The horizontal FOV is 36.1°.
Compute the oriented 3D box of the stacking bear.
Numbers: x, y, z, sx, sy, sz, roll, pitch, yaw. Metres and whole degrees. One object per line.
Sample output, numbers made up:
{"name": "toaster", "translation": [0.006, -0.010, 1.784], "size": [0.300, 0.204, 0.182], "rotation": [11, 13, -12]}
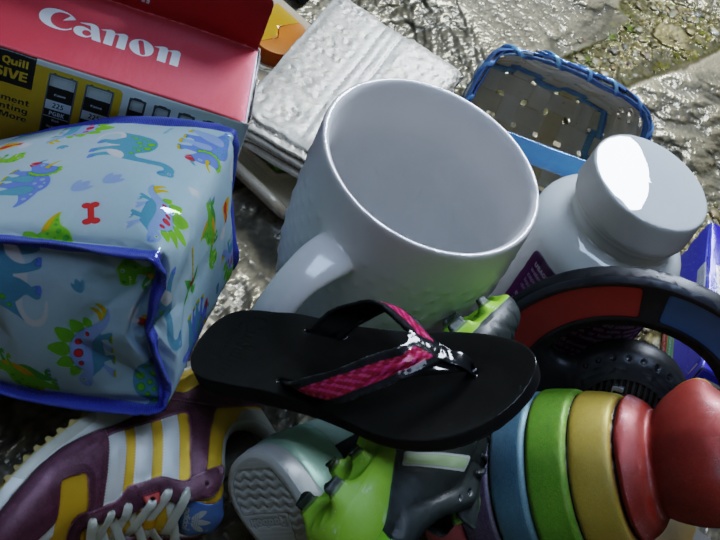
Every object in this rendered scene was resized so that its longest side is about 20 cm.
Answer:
{"name": "stacking bear", "translation": [0.141, 0.116, 0.652], "size": [0.122, 0.197, 0.115], "rotation": [47, 41, -43]}

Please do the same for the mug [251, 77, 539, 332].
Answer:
{"name": "mug", "translation": [0.000, 0.000, 0.715], "size": [0.148, 0.176, 0.199], "rotation": [44, 47, 15]}

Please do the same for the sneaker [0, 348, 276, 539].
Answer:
{"name": "sneaker", "translation": [-0.125, 0.124, 0.619], "size": [0.090, 0.076, 0.200], "rotation": [36, 46, 14]}

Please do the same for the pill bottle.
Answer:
{"name": "pill bottle", "translation": [0.151, 0.006, 0.766], "size": [0.110, 0.201, 0.114], "rotation": [13, 48, -15]}

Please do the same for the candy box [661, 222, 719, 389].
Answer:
{"name": "candy box", "translation": [0.343, 0.077, 0.887], "size": [0.198, 0.077, 0.170], "rotation": [27, 46, -4]}

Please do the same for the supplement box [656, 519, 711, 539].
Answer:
{"name": "supplement box", "translation": [0.216, 0.249, 0.679], "size": [0.199, 0.074, 0.126], "rotation": [36, 45, 7]}

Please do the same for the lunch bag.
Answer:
{"name": "lunch bag", "translation": [-0.183, -0.012, 0.647], "size": [0.196, 0.129, 0.171], "rotation": [8, 29, 4]}

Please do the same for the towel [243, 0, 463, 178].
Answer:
{"name": "towel", "translation": [-0.006, -0.133, 0.880], "size": [0.131, 0.035, 0.201], "rotation": [32, 49, 2]}

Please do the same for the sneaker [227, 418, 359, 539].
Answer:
{"name": "sneaker", "translation": [0.018, 0.170, 0.645], "size": [0.202, 0.073, 0.118], "rotation": [57, 33, 5]}

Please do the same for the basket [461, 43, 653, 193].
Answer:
{"name": "basket", "translation": [0.151, -0.093, 0.872], "size": [0.174, 0.141, 0.200], "rotation": [21, 9, -7]}

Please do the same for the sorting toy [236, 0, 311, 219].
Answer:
{"name": "sorting toy", "translation": [-0.064, -0.146, 0.907], "size": [0.185, 0.037, 0.199], "rotation": [43, 46, 13]}

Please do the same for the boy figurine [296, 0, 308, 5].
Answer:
{"name": "boy figurine", "translation": [-0.114, -0.329, 1.021], "size": [0.198, 0.065, 0.125], "rotation": [33, 46, 4]}

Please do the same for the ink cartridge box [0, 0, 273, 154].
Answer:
{"name": "ink cartridge box", "translation": [-0.174, -0.122, 0.734], "size": [0.197, 0.177, 0.085], "rotation": [15, 46, -13]}

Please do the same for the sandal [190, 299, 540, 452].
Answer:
{"name": "sandal", "translation": [-0.006, 0.046, 0.578], "size": [0.197, 0.046, 0.076], "rotation": [6, 43, 23]}

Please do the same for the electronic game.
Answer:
{"name": "electronic game", "translation": [0.170, 0.080, 0.712], "size": [0.198, 0.201, 0.042], "rotation": [27, 43, -2]}

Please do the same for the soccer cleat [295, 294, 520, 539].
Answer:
{"name": "soccer cleat", "translation": [0.043, 0.094, 0.615], "size": [0.081, 0.067, 0.200], "rotation": [46, 54, -7]}
